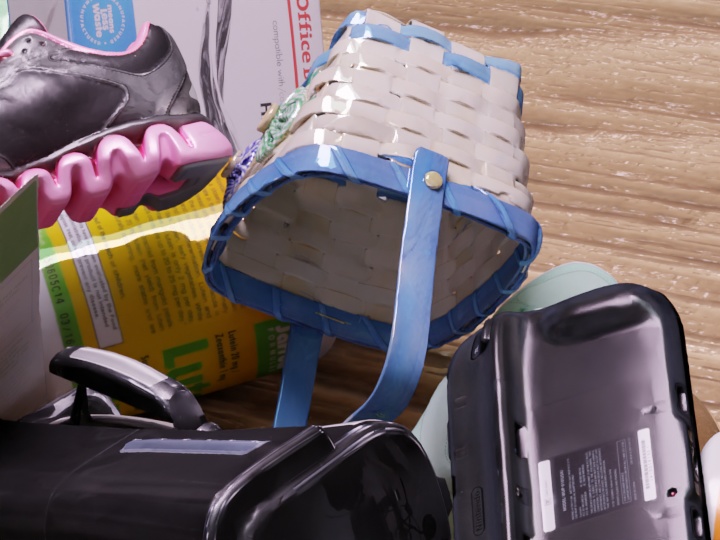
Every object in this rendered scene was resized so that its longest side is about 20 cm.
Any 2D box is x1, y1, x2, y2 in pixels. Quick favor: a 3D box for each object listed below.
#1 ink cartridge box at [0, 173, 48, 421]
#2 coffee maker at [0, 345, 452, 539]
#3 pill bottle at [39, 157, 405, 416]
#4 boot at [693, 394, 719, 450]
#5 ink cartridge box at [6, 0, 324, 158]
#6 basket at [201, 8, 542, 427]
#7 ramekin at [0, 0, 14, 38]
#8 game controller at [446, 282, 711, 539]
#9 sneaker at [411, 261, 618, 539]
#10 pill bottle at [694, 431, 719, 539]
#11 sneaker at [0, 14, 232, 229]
[{"bbox_3d":[-0.193,0.053,1.115,0.048,0.201,0.146,31,58,19],"label":"ink cartridge box"},{"bbox_3d":[-0.088,0.134,1.085,0.199,0.135,0.193,-1,45,45],"label":"coffee maker"},{"bbox_3d":[-0.076,0.004,1.348,0.199,0.112,0.111,-16,30,-12],"label":"pill bottle"},{"bbox_3d":[0.129,0.094,1.168,0.073,0.076,0.200,-5,28,12],"label":"boot"},{"bbox_3d":[-0.083,-0.106,1.427,0.199,0.117,0.068,-10,8,-36],"label":"ink cartridge box"},{"bbox_3d":[0.000,0.000,1.223,0.138,0.176,0.201,14,60,-17],"label":"basket"},{"bbox_3d":[-0.208,-0.097,1.488,0.097,0.201,0.200,8,32,14],"label":"ramekin"},{"bbox_3d":[0.086,0.092,1.056,0.104,0.042,0.201,-13,49,14],"label":"game controller"},{"bbox_3d":[0.088,0.044,1.210,0.074,0.118,0.201,38,49,3],"label":"sneaker"},{"bbox_3d":[0.233,0.121,1.050,0.199,0.110,0.110,2,31,20],"label":"pill bottle"},{"bbox_3d":[-0.160,-0.066,1.208,0.199,0.096,0.079,-11,-11,-26],"label":"sneaker"}]
